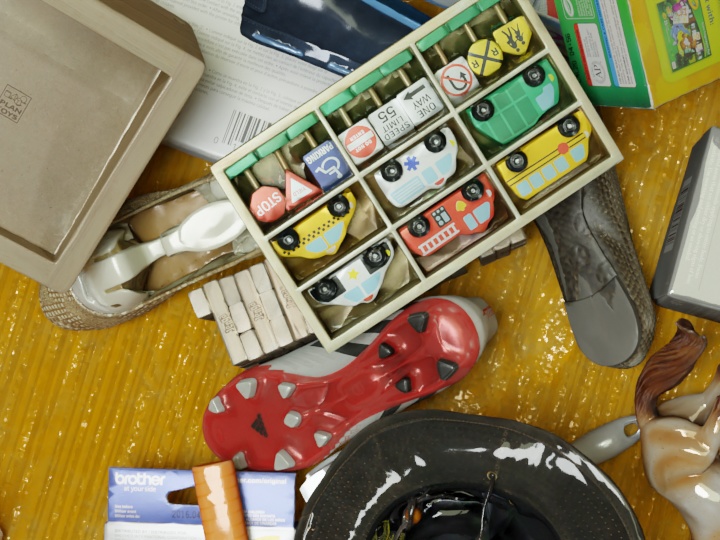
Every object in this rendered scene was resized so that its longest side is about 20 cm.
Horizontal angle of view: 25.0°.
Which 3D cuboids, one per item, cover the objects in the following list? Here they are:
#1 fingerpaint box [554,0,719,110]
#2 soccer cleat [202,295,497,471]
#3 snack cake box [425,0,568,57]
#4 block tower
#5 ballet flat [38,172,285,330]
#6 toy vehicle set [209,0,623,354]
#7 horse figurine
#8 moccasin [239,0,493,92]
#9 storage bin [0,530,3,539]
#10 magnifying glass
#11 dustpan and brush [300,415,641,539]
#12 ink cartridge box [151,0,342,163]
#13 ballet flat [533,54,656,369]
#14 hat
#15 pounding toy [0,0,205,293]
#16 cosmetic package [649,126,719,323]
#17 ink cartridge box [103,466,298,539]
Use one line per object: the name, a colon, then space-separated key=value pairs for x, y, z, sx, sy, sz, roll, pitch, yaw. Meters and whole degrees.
fingerpaint box: x=0.181 y=-0.213 z=0.912 sx=0.166 sy=0.073 sz=0.201 roll=-25 pitch=108 yaw=-24
soccer cleat: x=-0.006 y=0.067 z=0.974 sx=0.199 sy=0.085 sz=0.069 roll=-28 pitch=87 yaw=26
snack cake box: x=0.071 y=-0.215 z=0.958 sx=0.199 sy=0.067 sz=0.116 roll=19 pitch=85 yaw=-14
block tower: x=0.000 y=0.000 z=0.983 sx=0.199 sy=0.054 sz=0.058 roll=-22 pitch=83 yaw=3
ballet flat: x=-0.119 y=-0.016 z=0.968 sx=0.199 sy=0.065 sz=0.071 roll=-27 pitch=92 yaw=17
toy vehicle set: x=0.031 y=-0.061 z=0.907 sx=0.199 sy=0.027 sz=0.125 roll=-34 pitch=97 yaw=2
horse figurine: x=0.217 y=0.122 z=0.945 sx=0.132 sy=0.050 sz=0.201 roll=-31 pitch=90 yaw=30
moccasin: x=0.022 y=-0.118 z=0.956 sx=0.199 sy=0.081 sz=0.068 roll=31 pitch=106 yaw=-4
storage bin: x=-0.356 y=0.144 z=0.982 sx=0.200 sy=0.094 sz=0.199 roll=-38 pitch=83 yaw=0
magnifying glass: x=-0.068 y=0.211 z=0.943 sx=0.079 sy=0.022 sz=0.201 roll=-11 pitch=88 yaw=4
dustpan and brush: x=0.083 y=0.138 z=0.971 sx=0.199 sy=0.057 sz=0.140 roll=-28 pitch=87 yaw=9
ink cartridge box: x=-0.089 y=-0.161 z=1.009 sx=0.199 sy=0.045 sz=0.177 roll=20 pitch=88 yaw=6
ballet flat: x=0.136 y=-0.037 z=0.983 sx=0.067 sy=0.046 sz=0.201 roll=-25 pitch=76 yaw=34
hat: x=0.065 y=0.171 z=0.905 sx=0.199 sy=0.081 sz=0.202 roll=-1 pitch=85 yaw=16
pounding toy: x=-0.223 y=-0.098 z=0.937 sx=0.184 sy=0.142 sz=0.200 roll=29 pitch=104 yaw=-20
cosmetic package: x=0.282 y=-0.006 z=0.945 sx=0.199 sy=0.090 sz=0.107 roll=17 pitch=86 yaw=3
ink cartridge box: x=-0.095 y=0.218 z=0.975 sx=0.119 sy=0.042 sz=0.201 roll=1 pitch=91 yaw=5
